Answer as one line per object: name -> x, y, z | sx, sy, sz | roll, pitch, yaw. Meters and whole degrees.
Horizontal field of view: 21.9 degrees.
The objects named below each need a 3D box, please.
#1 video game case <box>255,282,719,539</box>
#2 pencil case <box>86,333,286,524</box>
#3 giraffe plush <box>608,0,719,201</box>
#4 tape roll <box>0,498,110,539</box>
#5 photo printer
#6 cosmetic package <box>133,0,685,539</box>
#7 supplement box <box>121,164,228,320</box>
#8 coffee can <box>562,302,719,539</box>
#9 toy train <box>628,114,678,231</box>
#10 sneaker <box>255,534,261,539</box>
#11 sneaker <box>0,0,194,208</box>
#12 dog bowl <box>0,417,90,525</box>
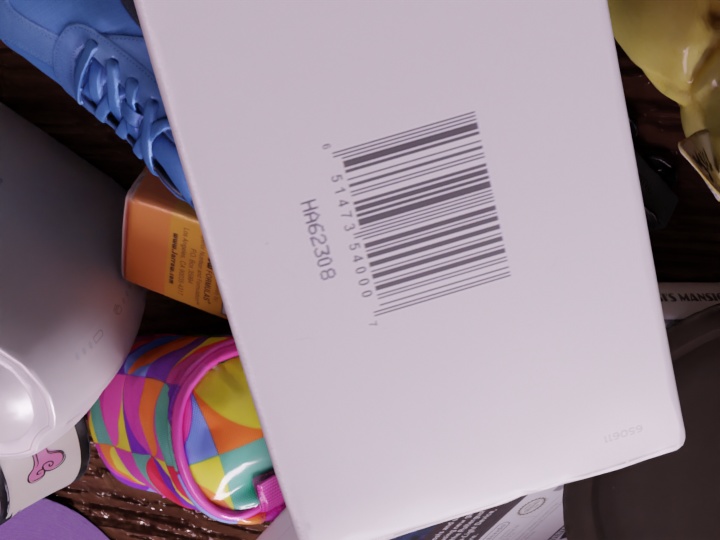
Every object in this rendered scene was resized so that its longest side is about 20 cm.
video game case -> 0.074, 0.068, 0.767 | 0.181, 0.023, 0.200 | 0, 145, -35
pencil case -> -0.070, 0.070, 0.855 | 0.088, 0.089, 0.200 | 36, 168, -13
giraffe plush -> 0.162, -0.092, 0.558 | 0.162, 0.200, 0.173 | -35, 106, 13
tape roll -> -0.214, 0.233, 1.080 | 0.200, 0.200, 0.066 | 44, 139, -22
photo printer -> -0.187, -0.016, 0.813 | 0.200, 0.167, 0.069 | 35, 121, -11
cosmetic package -> 0.002, -0.059, 0.574 | 0.122, 0.200, 0.200 | -17, 117, -4
supplement box -> 0.000, 0.000, 0.804 | 0.199, 0.067, 0.069 | 21, 142, 8
coffee can -> 0.181, 0.123, 0.708 | 0.146, 0.147, 0.200 | -2, 145, 31
toy train -> 0.049, -0.084, 0.709 | 0.200, 0.034, 0.046 | 45, 149, -24
sneaker -> 0.030, 0.174, 0.884 | 0.199, 0.076, 0.088 | 18, 129, -22
sneaker -> -0.075, -0.071, 0.756 | 0.199, 0.079, 0.066 | 25, 144, 4
dog bowl -> -0.235, 0.056, 0.949 | 0.200, 0.074, 0.201 | 30, 145, 23
